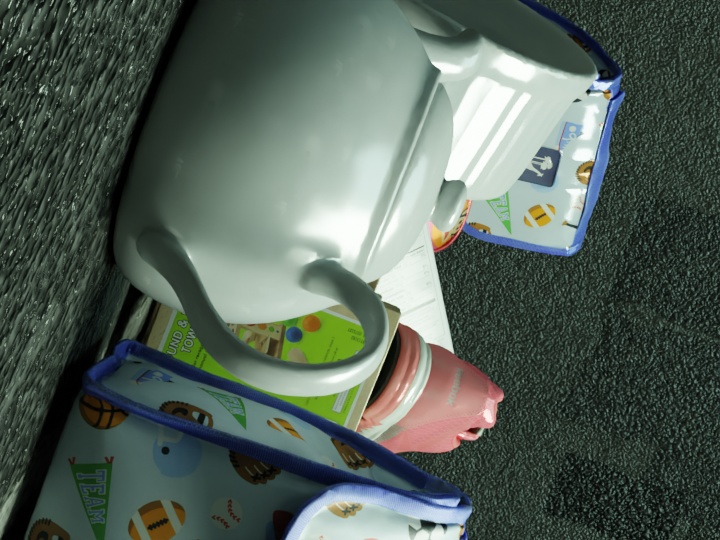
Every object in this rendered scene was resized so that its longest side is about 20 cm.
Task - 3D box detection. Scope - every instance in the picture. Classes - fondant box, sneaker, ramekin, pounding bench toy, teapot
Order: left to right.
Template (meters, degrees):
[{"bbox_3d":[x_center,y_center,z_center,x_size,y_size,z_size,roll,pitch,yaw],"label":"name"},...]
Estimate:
[{"bbox_3d":[-0.074,0.074,0.966,0.156,0.124,0.201,-103,-147,-77],"label":"pounding bench toy"},{"bbox_3d":[-0.021,-0.051,0.777,0.197,0.146,0.201,-40,153,-89],"label":"teapot"},{"bbox_3d":[0.000,0.000,1.118,0.144,0.058,0.201,42,-30,53],"label":"fondant box"},{"bbox_3d":[0.028,0.090,1.004,0.200,0.087,0.074,138,-28,-73],"label":"sneaker"},{"bbox_3d":[0.032,-0.127,0.979,0.098,0.200,0.201,-61,-177,19],"label":"ramekin"}]

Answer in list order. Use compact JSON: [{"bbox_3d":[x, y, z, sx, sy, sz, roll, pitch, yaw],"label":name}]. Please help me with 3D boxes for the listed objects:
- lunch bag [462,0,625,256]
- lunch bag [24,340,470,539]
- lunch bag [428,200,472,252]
[{"bbox_3d":[0.112,-0.124,1.321,0.124,0.200,0.170,-27,139,-40],"label":"lunch bag"},{"bbox_3d":[-0.064,0.152,0.811,0.124,0.199,0.171,-70,-177,-80],"label":"lunch bag"},{"bbox_3d":[0.006,-0.111,1.198,0.082,0.176,0.201,41,-57,52],"label":"lunch bag"}]
